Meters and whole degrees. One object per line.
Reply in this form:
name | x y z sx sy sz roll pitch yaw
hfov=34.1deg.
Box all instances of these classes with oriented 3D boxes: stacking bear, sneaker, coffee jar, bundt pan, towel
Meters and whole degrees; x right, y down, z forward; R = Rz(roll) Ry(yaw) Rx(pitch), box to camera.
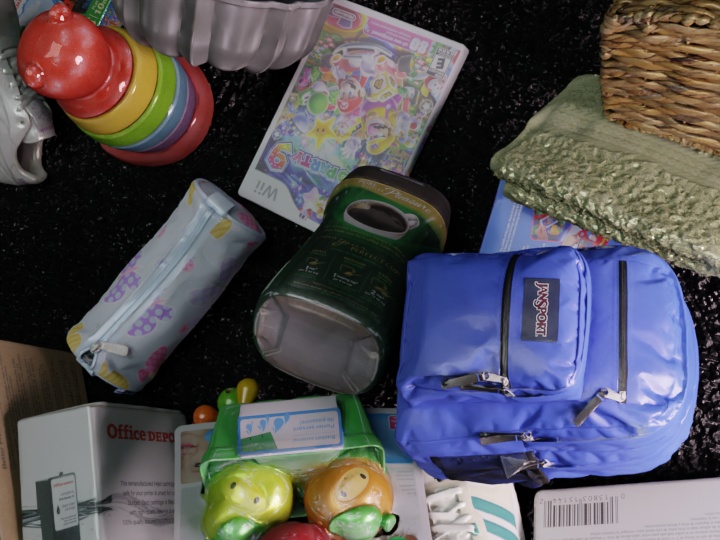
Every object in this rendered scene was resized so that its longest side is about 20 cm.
stacking bear | -0.225 -0.169 1.039 0.114 0.200 0.122 27 91 25
sneaker | -0.336 -0.177 1.140 0.099 0.075 0.200 15 118 18
sneaker | 0.081 0.202 0.862 0.070 0.093 0.200 -21 81 17
coffee jar | 0.000 0.000 0.912 0.104 0.200 0.085 21 130 9
bundt pan | -0.123 -0.230 1.022 0.202 0.202 0.076 27 120 25
towel | 0.214 -0.079 0.888 0.200 0.037 0.148 27 59 27

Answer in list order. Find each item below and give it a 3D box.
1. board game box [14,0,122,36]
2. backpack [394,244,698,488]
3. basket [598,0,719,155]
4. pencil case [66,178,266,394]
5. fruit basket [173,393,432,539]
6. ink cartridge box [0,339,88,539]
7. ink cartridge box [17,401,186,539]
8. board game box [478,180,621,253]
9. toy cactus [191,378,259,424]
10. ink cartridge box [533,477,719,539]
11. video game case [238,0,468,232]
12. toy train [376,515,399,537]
board game box | -0.324 -0.282 1.193 0.200 0.037 0.151 28 92 26
backpack | 0.129 0.064 0.806 0.200 0.168 0.163 -1 70 16
basket | 0.286 -0.172 0.829 0.200 0.143 0.149 24 65 26
pencil case | -0.173 0.013 1.044 0.200 0.091 0.083 -49 66 7
fruit basket | -0.043 0.179 0.827 0.185 0.094 0.200 -5 41 -1
ink cartridge box | -0.304 0.168 1.030 0.075 0.165 0.200 -20 72 19
ink cartridge box | -0.209 0.219 0.991 0.083 0.147 0.200 -12 75 21
board game box | 0.151 0.034 0.925 0.134 0.045 0.200 16 87 25
toy cactus | -0.100 0.193 0.972 0.200 0.102 0.165 52 122 35
ink cartridge box | 0.221 0.234 0.820 0.200 0.045 0.176 -9 51 22
video game case | -0.009 -0.130 1.039 0.143 0.018 0.200 26 91 25
toy train | 0.027 0.209 0.947 0.200 0.034 0.046 -23 91 18
